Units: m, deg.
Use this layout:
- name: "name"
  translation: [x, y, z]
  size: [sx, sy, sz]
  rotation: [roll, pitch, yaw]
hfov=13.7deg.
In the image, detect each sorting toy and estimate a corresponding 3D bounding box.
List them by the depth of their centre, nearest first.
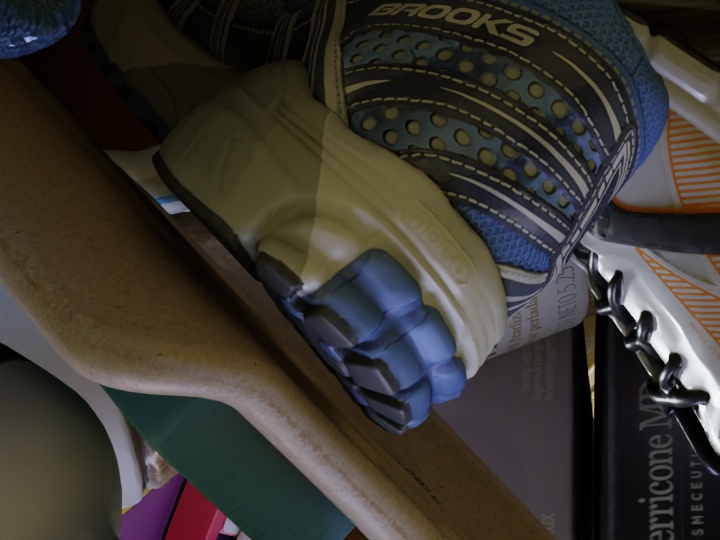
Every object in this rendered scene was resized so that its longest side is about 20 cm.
- name: "sorting toy"
  translation: [-0.031, 0.014, 0.574]
  size: [0.185, 0.036, 0.200]
  rotation: [46, -177, 43]

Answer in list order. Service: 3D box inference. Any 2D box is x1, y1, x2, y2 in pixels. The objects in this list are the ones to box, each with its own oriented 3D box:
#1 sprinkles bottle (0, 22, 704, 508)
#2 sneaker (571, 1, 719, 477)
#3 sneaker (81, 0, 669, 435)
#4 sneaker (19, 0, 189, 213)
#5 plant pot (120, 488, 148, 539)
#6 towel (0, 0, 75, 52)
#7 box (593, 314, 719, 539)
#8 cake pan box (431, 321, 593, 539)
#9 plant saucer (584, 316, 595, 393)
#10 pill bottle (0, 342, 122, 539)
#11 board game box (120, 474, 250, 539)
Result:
- name: "sprinkles bottle"
  translation: [0.000, 0.000, 0.757]
  size: [0.200, 0.068, 0.068]
  rotation: [-21, -176, -10]
- name: "sneaker"
  translation: [0.081, -0.001, 0.692]
  size: [0.200, 0.080, 0.074]
  rotation: [32, 179, 9]
- name: "sneaker"
  translation: [0.009, -0.033, 0.546]
  size: [0.077, 0.085, 0.200]
  rotation: [50, 180, -20]
- name: "sneaker"
  translation: [-0.102, -0.049, 0.706]
  size: [0.199, 0.077, 0.081]
  rotation: [-3, 173, 12]
- name: "plant pot"
  translation: [-0.155, -0.005, 0.934]
  size: [0.200, 0.187, 0.187]
  rotation: [18, 177, -9]
- name: "towel"
  translation: [-0.118, -0.056, 0.421]
  size: [0.111, 0.049, 0.200]
  rotation: [5, 180, -28]
- name: "box"
  translation: [0.162, 0.058, 0.812]
  size: [0.198, 0.123, 0.200]
  rotation: [-1, -140, 5]
- name: "cake pan box"
  translation: [0.042, 0.105, 0.843]
  size: [0.052, 0.200, 0.184]
  rotation: [-3, 151, 8]
- name: "plant saucer"
  translation: [0.008, 0.062, 1.039]
  size: [0.200, 0.048, 0.200]
  rotation: [-16, 151, -48]
- name: "pill bottle"
  translation: [-0.110, 0.055, 0.526]
  size: [0.200, 0.120, 0.120]
  rotation: [28, -176, 12]
- name: "board game box"
  translation: [-0.026, 0.085, 0.891]
  size: [0.039, 0.158, 0.200]
  rotation: [40, 168, 31]
